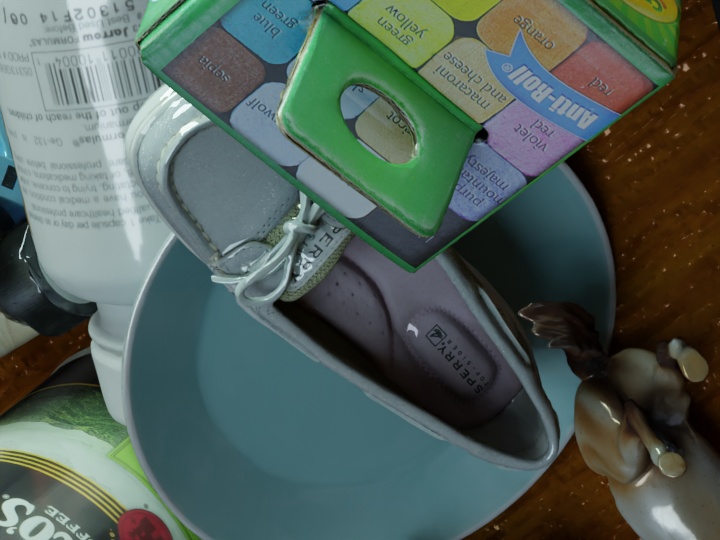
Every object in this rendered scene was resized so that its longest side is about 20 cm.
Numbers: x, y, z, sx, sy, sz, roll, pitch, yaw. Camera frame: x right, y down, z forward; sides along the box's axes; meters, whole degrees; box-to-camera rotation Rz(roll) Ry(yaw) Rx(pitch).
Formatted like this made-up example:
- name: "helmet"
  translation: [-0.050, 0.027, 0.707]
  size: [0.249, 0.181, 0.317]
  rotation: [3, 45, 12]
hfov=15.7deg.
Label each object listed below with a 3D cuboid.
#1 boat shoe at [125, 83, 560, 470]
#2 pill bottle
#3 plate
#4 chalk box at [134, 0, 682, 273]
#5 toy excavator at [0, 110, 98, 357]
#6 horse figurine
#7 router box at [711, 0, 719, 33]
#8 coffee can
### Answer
- name: "boat shoe"
  translation: [-0.001, 0.002, 0.927]
  size: [0.074, 0.065, 0.202]
  rotation: [-44, 123, 3]
- name: "pill bottle"
  translation: [-0.077, -0.046, 1.013]
  size: [0.114, 0.114, 0.201]
  rotation: [-1, 112, 28]
- name: "plate"
  translation: [0.003, 0.025, 0.994]
  size: [0.026, 0.199, 0.201]
  rotation: [-130, 37, -57]
- name: "chalk box"
  translation: [0.020, -0.097, 0.824]
  size: [0.124, 0.200, 0.124]
  rotation: [38, 126, -22]
- name: "toy excavator"
  translation: [-0.206, -0.068, 1.088]
  size: [0.100, 0.201, 0.194]
  rotation: [-31, 140, 34]
- name: "horse figurine"
  translation: [0.121, 0.086, 0.987]
  size: [0.050, 0.133, 0.200]
  rotation: [-32, 98, -8]
- name: "router box"
  translation: [0.205, -0.035, 0.833]
  size: [0.157, 0.052, 0.201]
  rotation: [-33, 59, 42]
- name: "coffee can"
  translation: [-0.128, 0.134, 1.072]
  size: [0.146, 0.200, 0.147]
  rotation: [11, 118, 23]
